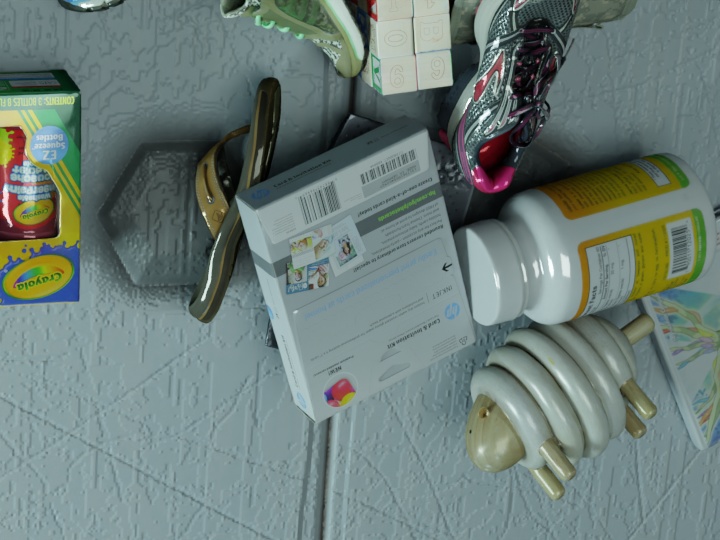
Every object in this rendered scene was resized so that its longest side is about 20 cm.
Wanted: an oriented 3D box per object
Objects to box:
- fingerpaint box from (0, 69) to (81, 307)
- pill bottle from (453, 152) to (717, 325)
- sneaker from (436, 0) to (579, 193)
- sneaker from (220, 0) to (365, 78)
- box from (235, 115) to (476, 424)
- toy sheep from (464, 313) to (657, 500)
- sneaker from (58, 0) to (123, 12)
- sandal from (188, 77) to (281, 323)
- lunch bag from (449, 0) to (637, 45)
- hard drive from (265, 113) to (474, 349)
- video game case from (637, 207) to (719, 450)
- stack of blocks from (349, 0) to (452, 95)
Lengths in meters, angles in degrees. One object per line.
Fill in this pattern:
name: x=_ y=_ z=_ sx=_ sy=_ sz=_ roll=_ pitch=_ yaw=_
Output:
fingerpaint box: x=-0.310 y=-0.058 z=1.597 sx=0.199 sy=0.073 sz=0.168 roll=-3 pitch=109 yaw=-18
pill bottle: x=0.179 y=-0.020 z=1.748 sx=0.199 sy=0.111 sz=0.112 roll=-16 pitch=113 yaw=-21
sneaker: x=0.124 y=-0.149 z=1.637 sx=0.080 sy=0.075 sz=0.201 roll=-1 pitch=134 yaw=-22
sneaker: x=-0.061 y=-0.210 z=1.619 sx=0.088 sy=0.077 sz=0.200 roll=-25 pitch=137 yaw=7
box: x=0.000 y=0.000 z=1.683 sx=0.155 sy=0.041 sz=0.201 roll=-27 pitch=121 yaw=-18
toy sheep: x=0.169 y=0.101 z=1.792 sx=0.200 sy=0.138 sz=0.138 roll=-33 pitch=117 yaw=-20
sneaker: x=-0.156 y=-0.272 z=1.588 sx=0.090 sy=0.078 sz=0.200 roll=44 pitch=87 yaw=-8
sandal: x=-0.107 y=-0.057 z=1.679 sx=0.054 sy=0.082 sz=0.201 roll=19 pitch=110 yaw=-2
lunch bag: x=0.133 y=-0.269 z=1.655 sx=0.163 sy=0.118 sz=0.201 roll=-11 pitch=118 yaw=-15
hard drive: x=0.006 y=-0.021 z=1.738 sx=0.134 sy=0.042 sz=0.201 roll=15 pitch=102 yaw=-23
video game case: x=0.342 y=0.035 z=1.887 sx=0.182 sy=0.022 sz=0.201 roll=-28 pitch=116 yaw=-8
stack of blocks: x=0.029 y=-0.239 z=1.624 sx=0.058 sy=0.115 sz=0.201 roll=-8 pitch=111 yaw=-13
